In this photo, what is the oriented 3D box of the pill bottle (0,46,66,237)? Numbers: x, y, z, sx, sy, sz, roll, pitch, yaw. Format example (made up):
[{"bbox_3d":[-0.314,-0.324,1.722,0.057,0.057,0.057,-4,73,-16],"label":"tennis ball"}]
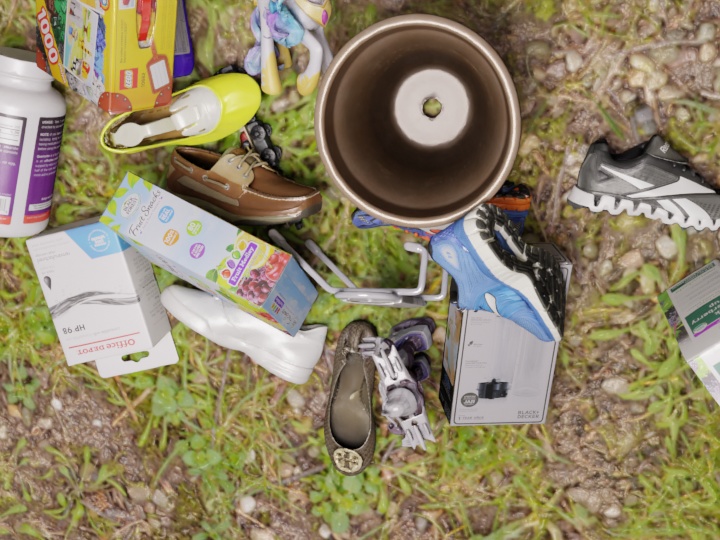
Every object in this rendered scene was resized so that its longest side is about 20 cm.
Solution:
[{"bbox_3d":[-0.399,-0.146,1.087,0.112,0.112,0.201,16,106,4],"label":"pill bottle"}]

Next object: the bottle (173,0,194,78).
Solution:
[{"bbox_3d":[-0.235,-0.308,1.039,0.083,0.065,0.201,-2,105,18],"label":"bottle"}]

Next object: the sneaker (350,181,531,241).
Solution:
[{"bbox_3d":[0.087,-0.053,1.056,0.199,0.075,0.079,1,110,10],"label":"sneaker"}]

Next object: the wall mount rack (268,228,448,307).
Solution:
[{"bbox_3d":[0.000,0.000,1.036,0.173,0.200,0.075,3,86,17],"label":"wall mount rack"}]

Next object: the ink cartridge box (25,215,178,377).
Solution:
[{"bbox_3d":[-0.304,0.039,1.145,0.115,0.067,0.201,-13,103,12],"label":"ink cartridge box"}]

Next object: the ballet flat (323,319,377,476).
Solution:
[{"bbox_3d":[-0.010,0.157,1.141,0.067,0.046,0.201,9,106,7],"label":"ballet flat"}]

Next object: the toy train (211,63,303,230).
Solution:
[{"bbox_3d":[-0.117,-0.135,1.085,0.046,0.034,0.201,-21,100,18],"label":"toy train"}]

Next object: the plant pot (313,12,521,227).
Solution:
[{"bbox_3d":[0.064,-0.159,0.975,0.199,0.175,0.201,2,106,8],"label":"plant pot"}]

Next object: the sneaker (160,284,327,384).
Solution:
[{"bbox_3d":[-0.134,0.051,1.128,0.199,0.075,0.089,27,95,-5],"label":"sneaker"}]

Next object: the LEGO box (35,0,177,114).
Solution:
[{"bbox_3d":[-0.255,-0.280,0.957,0.149,0.077,0.201,32,126,34],"label":"LEGO box"}]

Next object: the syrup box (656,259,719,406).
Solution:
[{"bbox_3d":[0.370,0.065,0.974,0.079,0.200,0.082,-37,97,17],"label":"syrup box"}]

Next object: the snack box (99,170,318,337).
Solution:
[{"bbox_3d":[-0.156,-0.013,1.027,0.199,0.169,0.068,28,81,14],"label":"snack box"}]

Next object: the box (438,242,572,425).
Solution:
[{"bbox_3d":[0.156,0.070,1.053,0.116,0.060,0.201,-1,115,-9],"label":"box"}]

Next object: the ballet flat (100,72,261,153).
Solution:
[{"bbox_3d":[-0.203,-0.165,1.053,0.199,0.067,0.067,-11,103,25],"label":"ballet flat"}]

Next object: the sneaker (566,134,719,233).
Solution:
[{"bbox_3d":[0.324,-0.095,1.007,0.199,0.066,0.091,10,109,9],"label":"sneaker"}]

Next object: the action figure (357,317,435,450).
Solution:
[{"bbox_3d":[0.045,0.120,1.041,0.069,0.200,0.131,-10,103,12],"label":"action figure"}]

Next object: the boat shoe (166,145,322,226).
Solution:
[{"bbox_3d":[-0.136,-0.097,1.050,0.199,0.076,0.074,10,114,27],"label":"boat shoe"}]

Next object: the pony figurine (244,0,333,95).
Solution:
[{"bbox_3d":[-0.080,-0.281,0.970,0.193,0.166,0.201,37,144,32],"label":"pony figurine"}]

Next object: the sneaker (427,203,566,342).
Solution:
[{"bbox_3d":[0.139,0.010,0.955,0.089,0.079,0.200,-18,135,36],"label":"sneaker"}]
